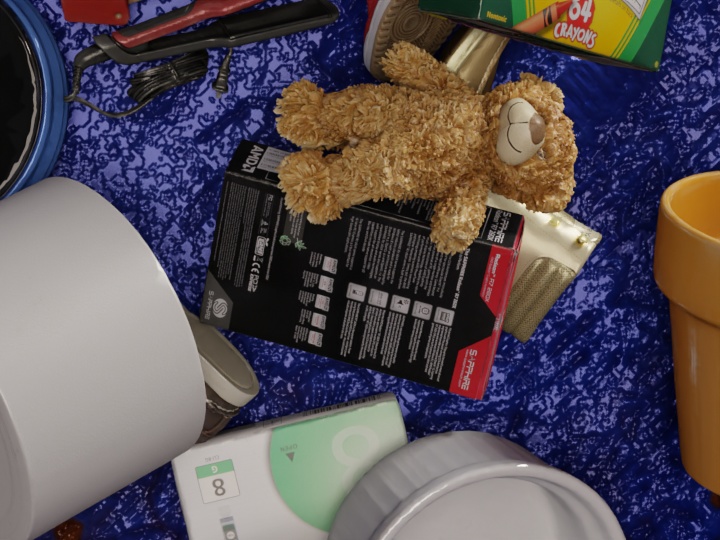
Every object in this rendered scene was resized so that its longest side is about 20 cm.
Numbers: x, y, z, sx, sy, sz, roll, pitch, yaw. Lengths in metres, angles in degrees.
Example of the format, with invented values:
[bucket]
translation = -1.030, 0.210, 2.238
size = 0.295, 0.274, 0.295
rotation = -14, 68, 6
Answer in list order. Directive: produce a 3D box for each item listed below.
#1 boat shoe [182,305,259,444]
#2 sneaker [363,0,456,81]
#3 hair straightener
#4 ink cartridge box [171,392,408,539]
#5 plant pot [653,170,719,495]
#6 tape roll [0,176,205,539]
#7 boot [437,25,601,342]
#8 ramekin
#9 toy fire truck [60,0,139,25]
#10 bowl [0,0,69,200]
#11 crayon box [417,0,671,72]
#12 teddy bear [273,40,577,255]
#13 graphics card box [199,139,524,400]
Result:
[boat shoe]
translation = -0.156, 0.029, 1.749
size = 0.200, 0.072, 0.060
rotation = 45, 109, 4
[sneaker]
translation = 0.022, -0.233, 1.738
size = 0.071, 0.112, 0.201
rotation = -12, 133, -39
[hair straightener]
translation = -0.104, -0.142, 1.737
size = 0.199, 0.041, 0.077
rotation = -24, 124, -15
[ink cartridge box]
translation = -0.031, 0.197, 1.781
size = 0.160, 0.050, 0.201
rotation = -13, 93, -1
[plant pot]
translation = 0.285, 0.051, 1.722
size = 0.199, 0.200, 0.184
rotation = 5, 110, -3
[tape roll]
translation = -0.212, 0.059, 1.662
size = 0.139, 0.202, 0.203
rotation = -29, 96, -31
[boot]
translation = 0.098, -0.068, 1.748
size = 0.155, 0.073, 0.201
rotation = 29, 97, -1
[ramekin]
translation = 0.071, 0.205, 1.734
size = 0.199, 0.098, 0.201
rotation = -6, 110, -18
[toy fire truck]
translation = -0.103, -0.237, 1.706
size = 0.199, 0.049, 0.141
rotation = -6, 131, -5
[bowl]
translation = -0.295, -0.111, 1.731
size = 0.200, 0.039, 0.202
rotation = 0, 90, 5
[crayon box]
translation = 0.133, -0.231, 1.684
size = 0.058, 0.200, 0.173
rotation = 13, 93, 41
[teddy bear]
translation = 0.041, -0.082, 1.662
size = 0.199, 0.067, 0.145
rotation = 13, 55, 4
[graphics card box]
translation = 0.000, 0.000, 1.720
size = 0.199, 0.051, 0.126
rotation = 14, 124, 5
